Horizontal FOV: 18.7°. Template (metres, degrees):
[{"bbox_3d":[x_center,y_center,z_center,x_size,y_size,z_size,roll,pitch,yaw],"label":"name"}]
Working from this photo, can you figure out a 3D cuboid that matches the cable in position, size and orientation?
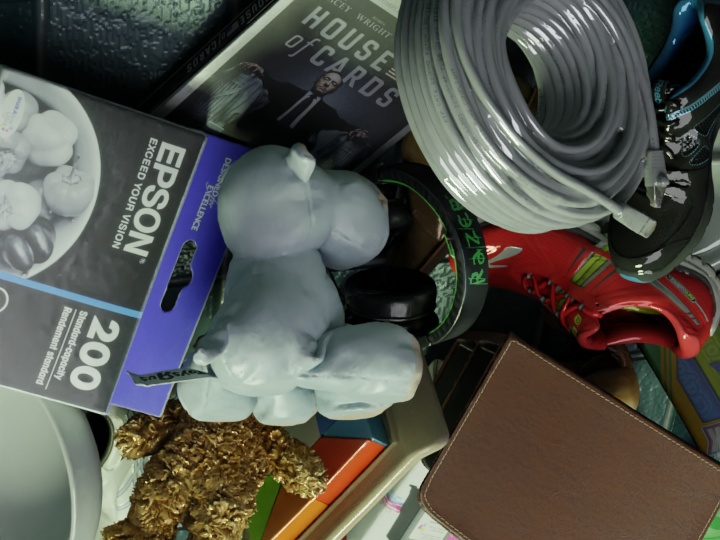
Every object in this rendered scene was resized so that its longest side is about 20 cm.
[{"bbox_3d":[0.107,-0.123,1.384,0.200,0.200,0.069,14,158,-42],"label":"cable"}]

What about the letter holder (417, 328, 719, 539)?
[{"bbox_3d":[0.135,0.151,1.533,0.200,0.101,0.142,31,82,-14],"label":"letter holder"}]

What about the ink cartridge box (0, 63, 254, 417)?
[{"bbox_3d":[-0.176,-0.012,1.399,0.200,0.043,0.198,17,98,-28],"label":"ink cartridge box"}]

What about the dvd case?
[{"bbox_3d":[-0.034,-0.118,1.428,0.150,0.025,0.200,29,126,-35],"label":"dvd case"}]

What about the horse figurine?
[{"bbox_3d":[0.167,0.106,1.693,0.132,0.050,0.200,0,133,-9],"label":"horse figurine"}]

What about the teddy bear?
[{"bbox_3d":[-0.099,0.127,1.481,0.200,0.145,0.067,-48,153,-12],"label":"teddy bear"}]

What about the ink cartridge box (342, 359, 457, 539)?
[{"bbox_3d":[0.077,0.176,1.669,0.148,0.086,0.200,18,133,-16],"label":"ink cartridge box"}]

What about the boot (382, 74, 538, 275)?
[{"bbox_3d":[0.054,-0.064,1.511,0.075,0.074,0.200,29,123,-4],"label":"boot"}]

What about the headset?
[{"bbox_3d":[0.000,0.000,1.476,0.094,0.124,0.200,-17,180,-39],"label":"headset"}]

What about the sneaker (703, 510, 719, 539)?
[{"bbox_3d":[0.249,0.192,1.786,0.200,0.074,0.084,0,119,-22],"label":"sneaker"}]

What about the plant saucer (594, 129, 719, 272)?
[{"bbox_3d":[0.236,-0.052,1.576,0.200,0.050,0.200,-9,131,-10],"label":"plant saucer"}]

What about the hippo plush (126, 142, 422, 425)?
[{"bbox_3d":[-0.060,0.007,1.395,0.200,0.161,0.159,10,161,-35],"label":"hippo plush"}]

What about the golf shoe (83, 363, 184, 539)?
[{"bbox_3d":[-0.185,0.141,1.571,0.097,0.078,0.200,-21,133,-42],"label":"golf shoe"}]

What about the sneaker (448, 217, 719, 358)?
[{"bbox_3d":[0.155,0.013,1.545,0.200,0.085,0.077,12,145,10],"label":"sneaker"}]

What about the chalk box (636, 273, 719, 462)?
[{"bbox_3d":[0.312,0.108,1.622,0.124,0.200,0.124,-34,149,10],"label":"chalk box"}]

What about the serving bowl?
[{"bbox_3d":[-0.246,0.135,1.508,0.066,0.200,0.200,-17,144,-50],"label":"serving bowl"}]

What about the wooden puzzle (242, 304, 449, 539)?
[{"bbox_3d":[-0.034,0.119,1.545,0.037,0.185,0.200,34,114,-32],"label":"wooden puzzle"}]

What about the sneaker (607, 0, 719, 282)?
[{"bbox_3d":[0.205,-0.092,1.471,0.082,0.073,0.200,23,86,-51],"label":"sneaker"}]
